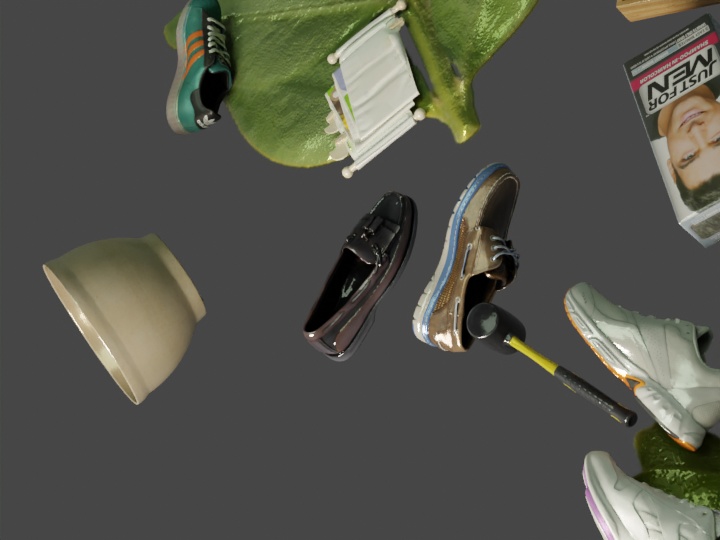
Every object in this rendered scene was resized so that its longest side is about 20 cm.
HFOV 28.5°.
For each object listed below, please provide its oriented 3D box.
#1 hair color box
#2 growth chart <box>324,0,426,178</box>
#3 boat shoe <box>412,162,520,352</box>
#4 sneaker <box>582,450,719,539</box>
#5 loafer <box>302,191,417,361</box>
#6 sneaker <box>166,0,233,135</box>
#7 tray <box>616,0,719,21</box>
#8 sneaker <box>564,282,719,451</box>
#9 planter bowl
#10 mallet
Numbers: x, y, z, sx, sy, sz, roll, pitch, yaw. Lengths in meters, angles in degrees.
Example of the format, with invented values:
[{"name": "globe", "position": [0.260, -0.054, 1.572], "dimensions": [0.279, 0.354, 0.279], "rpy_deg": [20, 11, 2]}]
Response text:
[{"name": "hair color box", "position": [0.329, -0.134, 1.346], "dimensions": [0.098, 0.060, 0.202], "rpy_deg": [-30, 52, 26]}, {"name": "growth chart", "position": [0.011, -0.217, 1.699], "dimensions": [0.144, 0.018, 0.202], "rpy_deg": [-30, 51, 27]}, {"name": "boat shoe", "position": [0.126, -0.009, 1.459], "dimensions": [0.072, 0.072, 0.202], "rpy_deg": [24, 95, 41]}, {"name": "sneaker", "position": [0.264, 0.225, 1.221], "dimensions": [0.099, 0.075, 0.201], "rpy_deg": [-32, 48, 0]}, {"name": "loafer", "position": [0.000, 0.000, 1.561], "dimensions": [0.071, 0.063, 0.202], "rpy_deg": [19, 81, 45]}, {"name": "sneaker", "position": [-0.200, -0.277, 1.885], "dimensions": [0.079, 0.071, 0.202], "rpy_deg": [-6, 69, 34]}, {"name": "tray", "position": [0.360, -0.319, 1.434], "dimensions": [0.198, 0.037, 0.100], "rpy_deg": [-5, 65, 40]}, {"name": "sneaker", "position": [0.269, 0.069, 1.293], "dimensions": [0.092, 0.076, 0.200], "rpy_deg": [-43, 54, 5]}, {"name": "planter bowl", "position": [-0.270, 0.041, 1.708], "dimensions": [0.134, 0.201, 0.200], "rpy_deg": [-34, 43, -14]}, {"name": "mallet", "position": [0.190, 0.096, 1.371], "dimensions": [0.199, 0.066, 0.041], "rpy_deg": [35, 93, 31]}]
